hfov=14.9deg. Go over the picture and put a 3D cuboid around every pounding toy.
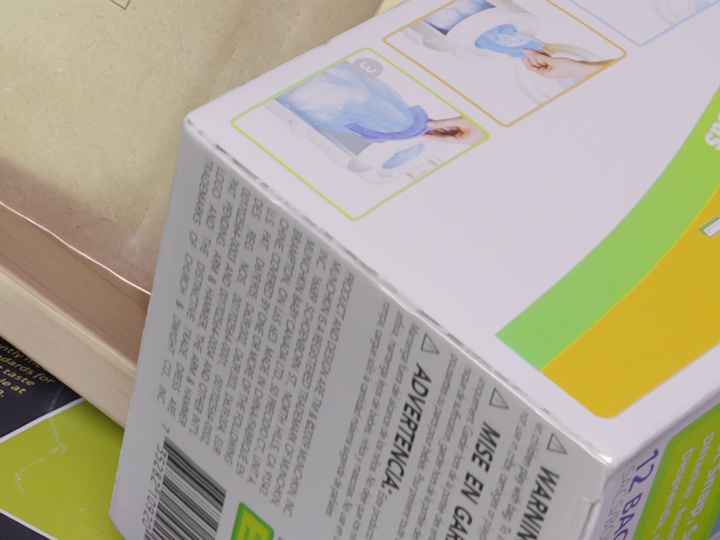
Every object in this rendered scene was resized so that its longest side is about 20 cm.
[{"bbox_3d":[-0.046,-0.101,0.626,0.200,0.142,0.184,36,115,11],"label":"pounding toy"}]

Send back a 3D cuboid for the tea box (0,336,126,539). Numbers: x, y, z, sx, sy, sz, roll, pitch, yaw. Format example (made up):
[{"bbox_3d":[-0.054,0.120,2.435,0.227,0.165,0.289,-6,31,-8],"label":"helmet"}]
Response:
[{"bbox_3d":[-0.059,0.108,0.608,0.200,0.197,0.134,26,117,22],"label":"tea box"}]

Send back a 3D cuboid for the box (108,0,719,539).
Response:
[{"bbox_3d":[0.061,-0.001,0.548,0.101,0.200,0.113,39,137,24],"label":"box"}]
